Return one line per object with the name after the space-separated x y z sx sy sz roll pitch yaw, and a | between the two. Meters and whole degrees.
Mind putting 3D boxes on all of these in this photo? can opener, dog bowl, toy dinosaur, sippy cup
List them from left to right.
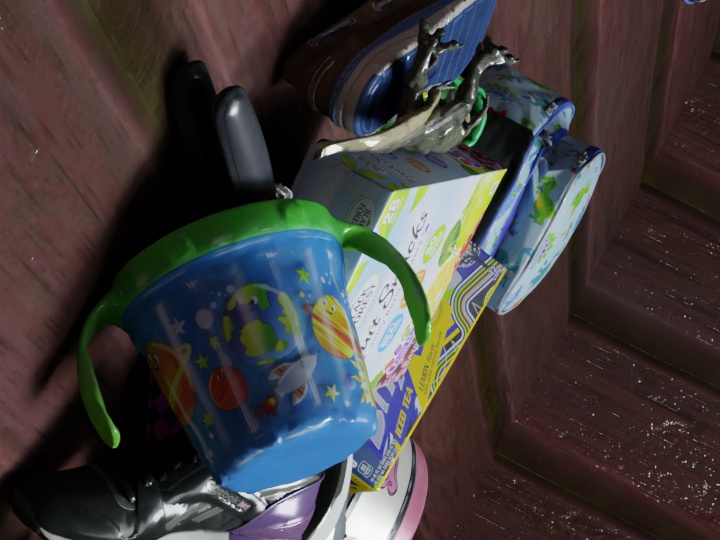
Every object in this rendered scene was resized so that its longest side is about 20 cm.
-0.073 -0.050 1.252 0.079 0.063 0.200 -57 168 -25 | can opener
-0.056 0.048 1.247 0.178 0.130 0.140 -29 161 18 | sippy cup
-0.028 0.185 1.722 0.200 0.074 0.200 -41 -153 26 | dog bowl
0.043 -0.104 1.355 0.088 0.047 0.200 -58 163 19 | toy dinosaur

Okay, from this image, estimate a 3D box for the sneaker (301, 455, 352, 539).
-0.032 0.197 1.438 0.121 0.084 0.200 40 64 -59 | sneaker

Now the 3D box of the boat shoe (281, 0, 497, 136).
0.021 -0.151 1.416 0.200 0.072 0.072 -36 151 -54 | boat shoe

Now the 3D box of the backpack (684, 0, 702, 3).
0.284 -0.353 1.909 0.200 0.147 0.183 -46 159 -45 | backpack

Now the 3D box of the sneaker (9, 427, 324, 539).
-0.109 0.117 1.306 0.200 0.076 0.088 8 111 -41 | sneaker

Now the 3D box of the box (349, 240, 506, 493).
0.021 0.062 1.627 0.200 0.070 0.064 -58 -161 -21 | box

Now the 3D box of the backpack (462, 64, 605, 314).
0.109 -0.067 1.831 0.183 0.147 0.200 -64 174 26 | backpack

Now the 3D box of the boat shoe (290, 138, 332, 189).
-0.028 -0.020 1.547 0.065 0.074 0.200 -49 158 -17 | boat shoe

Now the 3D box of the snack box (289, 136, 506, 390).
0.000 0.000 1.426 0.200 0.068 0.169 -15 133 -64 | snack box

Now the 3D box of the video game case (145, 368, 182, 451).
-0.089 0.135 1.452 0.181 0.036 0.200 -1 94 -70 | video game case

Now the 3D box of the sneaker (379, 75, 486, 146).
0.048 -0.107 1.615 0.074 0.084 0.200 -63 170 0 | sneaker
